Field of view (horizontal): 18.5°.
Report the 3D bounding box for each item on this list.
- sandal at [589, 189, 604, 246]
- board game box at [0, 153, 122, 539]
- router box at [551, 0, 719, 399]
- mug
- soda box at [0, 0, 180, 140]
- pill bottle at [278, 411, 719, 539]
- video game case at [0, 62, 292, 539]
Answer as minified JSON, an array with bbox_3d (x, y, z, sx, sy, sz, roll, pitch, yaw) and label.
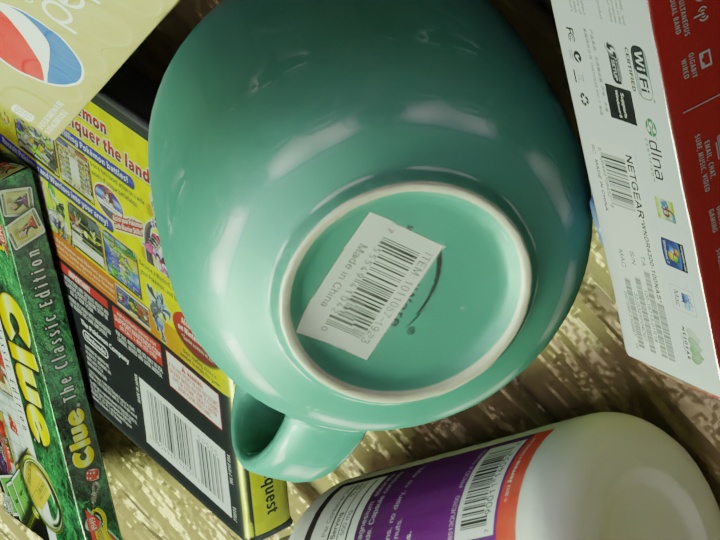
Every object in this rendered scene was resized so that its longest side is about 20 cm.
[{"bbox_3d":[0.126,-0.070,0.725,0.079,0.087,0.200,27,130,24],"label":"sandal"},{"bbox_3d":[-0.160,0.038,1.035,0.105,0.023,0.200,20,126,53],"label":"board game box"},{"bbox_3d":[0.140,-0.091,0.629,0.049,0.179,0.200,25,136,56],"label":"router box"},{"bbox_3d":[0.009,-0.007,0.787,0.152,0.114,0.185,-18,122,-2],"label":"mug"},{"bbox_3d":[-0.097,-0.116,0.793,0.068,0.064,0.200,34,157,-12],"label":"soda box"},{"bbox_3d":[0.045,0.129,0.902,0.200,0.112,0.113,-20,104,45],"label":"pill bottle"},{"bbox_3d":[-0.099,-0.005,0.945,0.200,0.025,0.181,35,138,46],"label":"video game case"}]
